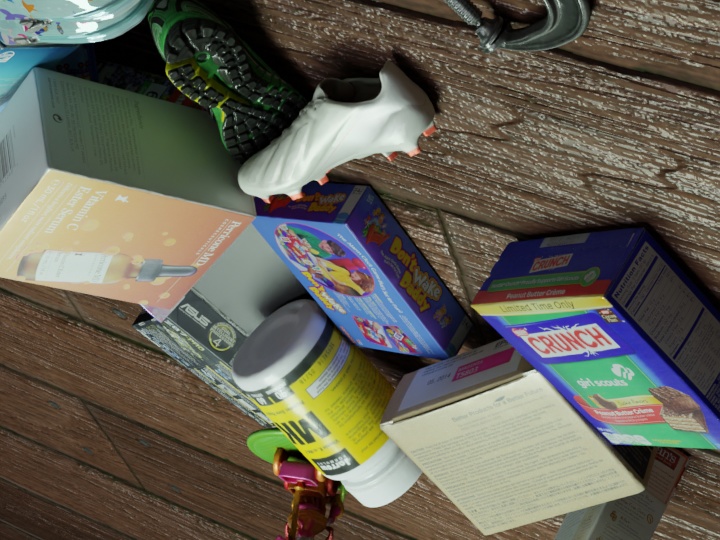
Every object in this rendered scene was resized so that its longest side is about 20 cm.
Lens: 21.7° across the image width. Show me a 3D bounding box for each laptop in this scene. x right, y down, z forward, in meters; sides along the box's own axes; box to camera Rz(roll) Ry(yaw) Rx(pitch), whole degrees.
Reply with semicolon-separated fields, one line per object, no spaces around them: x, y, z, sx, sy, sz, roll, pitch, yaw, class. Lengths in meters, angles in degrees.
-0.143;-0.021;1.916;0.177;0.103;0.200;42;180;-19;laptop

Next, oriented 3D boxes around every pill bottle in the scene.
-0.025;0.135;1.867;0.200;0.115;0.114;48;152;-22;pill bottle

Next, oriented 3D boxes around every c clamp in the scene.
0.060;-0.214;1.288;0.200;0.027;0.171;39;150;-11;c clamp

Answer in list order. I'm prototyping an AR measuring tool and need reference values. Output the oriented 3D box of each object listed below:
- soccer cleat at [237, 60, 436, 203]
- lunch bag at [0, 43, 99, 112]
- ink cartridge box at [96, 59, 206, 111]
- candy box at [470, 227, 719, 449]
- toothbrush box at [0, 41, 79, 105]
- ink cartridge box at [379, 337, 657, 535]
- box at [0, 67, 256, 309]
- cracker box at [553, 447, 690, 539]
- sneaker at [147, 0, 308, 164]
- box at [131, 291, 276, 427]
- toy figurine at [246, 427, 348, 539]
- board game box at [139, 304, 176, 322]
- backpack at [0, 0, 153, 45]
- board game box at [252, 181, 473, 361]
-0.028;-0.114;1.508;0.199;0.069;0.078;-17;117;37;soccer cleat
-0.298;-0.148;1.685;0.150;0.094;0.201;11;128;39;lunch bag
-0.158;-0.119;1.694;0.199;0.050;0.109;18;152;33;ink cartridge box
0.218;0.059;1.543;0.200;0.077;0.169;45;154;-23;candy box
-0.341;-0.205;1.552;0.199;0.085;0.147;-29;77;38;toothbrush box
0.146;0.146;1.715;0.199;0.075;0.165;-22;118;41;ink cartridge box
-0.214;-0.064;1.582;0.199;0.107;0.152;12;139;-34;box
0.223;0.258;1.762;0.057;0.201;0.134;31;157;-2;cracker box
-0.105;-0.161;1.550;0.200;0.078;0.085;52;-173;-50;sneaker
-0.149;0.099;2.081;0.200;0.049;0.161;39;165;-12;box
-0.072;0.305;2.197;0.149;0.185;0.200;6;157;13;toy figurine
-0.284;-0.050;1.910;0.200;0.041;0.200;46;175;-27;board game box
-0.210;-0.255;1.351;0.199;0.178;0.151;-1;145;35;backpack
0.000;0.000;1.736;0.134;0.045;0.200;8;146;43;board game box
